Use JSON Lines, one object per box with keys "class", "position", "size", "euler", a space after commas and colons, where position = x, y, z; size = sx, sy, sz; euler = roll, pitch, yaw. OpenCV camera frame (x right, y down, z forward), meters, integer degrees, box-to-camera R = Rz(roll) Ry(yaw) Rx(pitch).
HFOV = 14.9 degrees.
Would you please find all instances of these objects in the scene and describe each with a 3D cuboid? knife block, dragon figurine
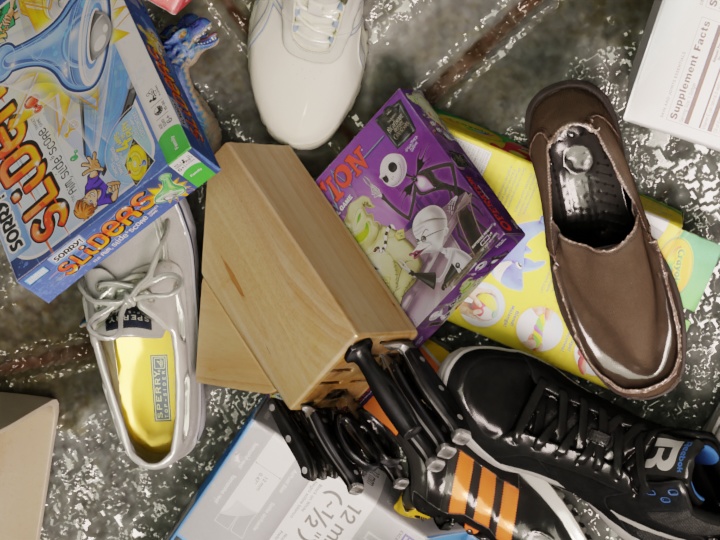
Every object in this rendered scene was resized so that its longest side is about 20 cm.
{"class": "knife block", "position": [-0.011, 0.028, 1.634], "size": [0.175, 0.064, 0.201], "euler": [6, 93, 36]}
{"class": "dragon figurine", "position": [-0.135, -0.067, 1.713], "size": [0.099, 0.059, 0.200], "euler": [39, 103, -3]}

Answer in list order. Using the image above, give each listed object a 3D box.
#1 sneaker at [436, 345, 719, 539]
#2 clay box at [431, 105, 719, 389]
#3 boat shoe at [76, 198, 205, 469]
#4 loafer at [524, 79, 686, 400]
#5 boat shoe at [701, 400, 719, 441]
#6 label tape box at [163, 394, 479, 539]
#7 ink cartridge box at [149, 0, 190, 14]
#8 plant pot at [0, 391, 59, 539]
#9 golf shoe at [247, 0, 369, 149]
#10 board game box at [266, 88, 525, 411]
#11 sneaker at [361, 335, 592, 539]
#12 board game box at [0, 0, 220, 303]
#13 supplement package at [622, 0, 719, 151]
{"class": "sneaker", "position": [0.148, 0.099, 1.641], "size": [0.200, 0.112, 0.073], "euler": [32, 69, -24]}
{"class": "clay box", "position": [0.112, -0.009, 1.702], "size": [0.199, 0.048, 0.115], "euler": [23, 105, 0]}
{"class": "boat shoe", "position": [-0.138, 0.024, 1.657], "size": [0.074, 0.086, 0.203], "euler": [-4, 100, 6]}
{"class": "loafer", "position": [0.140, -0.011, 1.636], "size": [0.073, 0.071, 0.201], "euler": [-19, 102, 10]}
{"class": "boat shoe", "position": [0.240, 0.115, 1.705], "size": [0.073, 0.065, 0.201], "euler": [14, 104, 3]}
{"class": "label tape box", "position": [-0.021, 0.196, 1.755], "size": [0.200, 0.066, 0.143], "euler": [35, 104, 0]}
{"class": "ink cartridge box", "position": [-0.086, -0.265, 1.619], "size": [0.084, 0.144, 0.200], "euler": [29, 105, -2]}
{"class": "plant pot", "position": [-0.321, 0.173, 1.731], "size": [0.176, 0.200, 0.200], "euler": [14, 104, 16]}
{"class": "golf shoe", "position": [-0.030, -0.166, 1.660], "size": [0.078, 0.097, 0.201], "euler": [10, 105, 3]}
{"class": "board game box", "position": [0.000, 0.000, 1.681], "size": [0.200, 0.032, 0.120], "euler": [-48, 60, 26]}
{"class": "sneaker", "position": [0.070, 0.141, 1.720], "size": [0.090, 0.070, 0.200], "euler": [-35, 90, -4]}
{"class": "board game box", "position": [-0.175, -0.096, 1.658], "size": [0.135, 0.034, 0.200], "euler": [-37, 51, 13]}
{"class": "supplement package", "position": [0.271, -0.137, 1.601], "size": [0.199, 0.152, 0.151], "euler": [19, 105, 2]}
